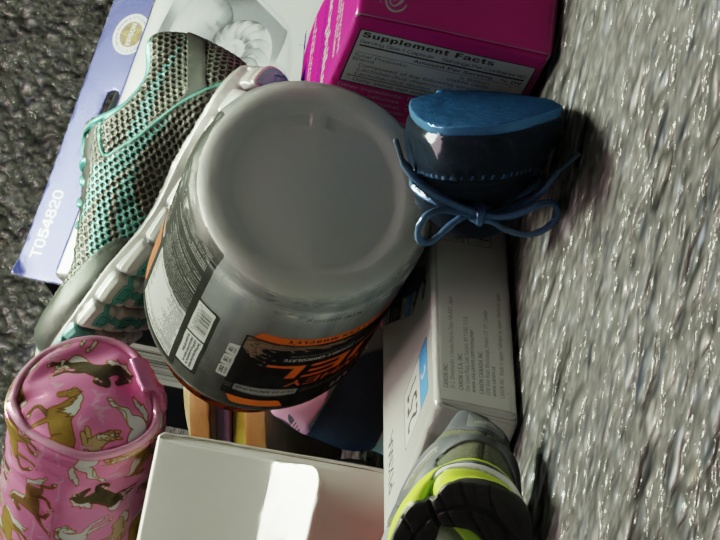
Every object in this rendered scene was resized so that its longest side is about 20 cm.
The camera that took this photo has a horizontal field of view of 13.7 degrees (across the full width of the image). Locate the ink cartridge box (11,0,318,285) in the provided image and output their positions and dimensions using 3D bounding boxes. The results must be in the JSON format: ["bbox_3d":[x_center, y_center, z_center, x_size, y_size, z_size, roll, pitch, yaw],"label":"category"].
[{"bbox_3d":[-0.097,-0.075,1.691,0.041,0.200,0.200,37,-113,-55],"label":"ink cartridge box"}]

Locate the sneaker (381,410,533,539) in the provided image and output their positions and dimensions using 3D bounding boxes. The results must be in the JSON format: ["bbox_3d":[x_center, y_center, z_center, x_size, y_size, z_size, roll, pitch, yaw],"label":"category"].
[{"bbox_3d":[0.033,0.150,1.332,0.081,0.074,0.200,-75,6,-55],"label":"sneaker"}]

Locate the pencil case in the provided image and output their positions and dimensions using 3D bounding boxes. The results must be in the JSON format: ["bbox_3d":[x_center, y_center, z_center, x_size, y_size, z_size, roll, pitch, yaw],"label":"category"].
[{"bbox_3d":[-0.149,0.122,1.619,0.087,0.083,0.200,-52,-19,-34],"label":"pencil case"}]

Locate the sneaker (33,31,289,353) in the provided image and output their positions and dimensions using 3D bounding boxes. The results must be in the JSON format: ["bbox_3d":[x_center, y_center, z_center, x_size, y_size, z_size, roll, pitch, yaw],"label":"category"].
[{"bbox_3d":[-0.121,-0.042,1.610,0.200,0.091,0.078,-54,-23,4],"label":"sneaker"}]

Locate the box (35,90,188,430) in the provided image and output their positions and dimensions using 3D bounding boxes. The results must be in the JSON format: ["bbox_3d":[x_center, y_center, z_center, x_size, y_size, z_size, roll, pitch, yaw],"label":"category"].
[{"bbox_3d":[-0.088,-0.020,1.831,0.200,0.104,0.183,60,-135,-56],"label":"box"}]

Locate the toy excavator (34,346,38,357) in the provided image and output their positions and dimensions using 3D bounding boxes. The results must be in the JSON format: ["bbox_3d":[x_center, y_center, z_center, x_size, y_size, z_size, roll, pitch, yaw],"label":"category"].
[{"bbox_3d":[-0.123,0.061,2.039,0.195,0.199,0.100,-106,27,-73],"label":"toy excavator"}]

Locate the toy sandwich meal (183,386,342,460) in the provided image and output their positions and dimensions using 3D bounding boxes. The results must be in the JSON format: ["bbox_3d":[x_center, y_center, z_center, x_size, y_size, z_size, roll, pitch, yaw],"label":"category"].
[{"bbox_3d":[-0.034,0.055,1.750,0.205,0.070,0.206,-21,-65,-55],"label":"toy sandwich meal"}]

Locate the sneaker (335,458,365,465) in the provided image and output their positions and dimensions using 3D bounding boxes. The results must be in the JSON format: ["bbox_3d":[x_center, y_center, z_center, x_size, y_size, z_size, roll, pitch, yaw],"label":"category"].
[{"bbox_3d":[-0.059,0.197,1.712,0.075,0.115,0.201,-104,25,-71],"label":"sneaker"}]

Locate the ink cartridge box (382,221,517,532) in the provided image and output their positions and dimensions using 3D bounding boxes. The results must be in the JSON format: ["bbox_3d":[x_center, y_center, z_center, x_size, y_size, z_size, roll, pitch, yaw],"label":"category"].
[{"bbox_3d":[0.033,0.069,1.481,0.200,0.045,0.177,-89,13,-52],"label":"ink cartridge box"}]

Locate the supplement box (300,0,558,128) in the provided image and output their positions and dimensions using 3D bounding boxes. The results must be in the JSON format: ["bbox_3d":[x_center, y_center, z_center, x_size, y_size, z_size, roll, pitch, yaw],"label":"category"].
[{"bbox_3d":[0.031,-0.116,1.525,0.200,0.103,0.101,119,161,-62],"label":"supplement box"}]

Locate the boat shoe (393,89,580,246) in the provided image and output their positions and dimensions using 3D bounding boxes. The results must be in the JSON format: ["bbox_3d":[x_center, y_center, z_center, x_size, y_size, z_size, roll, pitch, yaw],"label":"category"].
[{"bbox_3d":[0.062,-0.046,1.369,0.200,0.084,0.069,-25,-61,-79],"label":"boat shoe"}]

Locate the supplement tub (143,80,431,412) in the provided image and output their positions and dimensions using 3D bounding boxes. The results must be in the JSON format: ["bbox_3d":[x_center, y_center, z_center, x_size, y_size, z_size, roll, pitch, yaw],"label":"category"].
[{"bbox_3d":[-0.042,-0.004,1.503,0.200,0.122,0.123,120,159,-67],"label":"supplement tub"}]

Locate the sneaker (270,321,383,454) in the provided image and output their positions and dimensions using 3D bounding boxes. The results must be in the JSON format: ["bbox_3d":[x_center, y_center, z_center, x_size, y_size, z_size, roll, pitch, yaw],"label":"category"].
[{"bbox_3d":[0.000,0.000,1.663,0.070,0.082,0.201,124,155,-72],"label":"sneaker"}]

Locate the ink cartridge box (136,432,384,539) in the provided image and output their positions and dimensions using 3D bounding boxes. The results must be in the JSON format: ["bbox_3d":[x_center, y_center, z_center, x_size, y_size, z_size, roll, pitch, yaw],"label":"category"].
[{"bbox_3d":[-0.052,0.159,1.559,0.200,0.125,0.129,80,-160,-82],"label":"ink cartridge box"}]
